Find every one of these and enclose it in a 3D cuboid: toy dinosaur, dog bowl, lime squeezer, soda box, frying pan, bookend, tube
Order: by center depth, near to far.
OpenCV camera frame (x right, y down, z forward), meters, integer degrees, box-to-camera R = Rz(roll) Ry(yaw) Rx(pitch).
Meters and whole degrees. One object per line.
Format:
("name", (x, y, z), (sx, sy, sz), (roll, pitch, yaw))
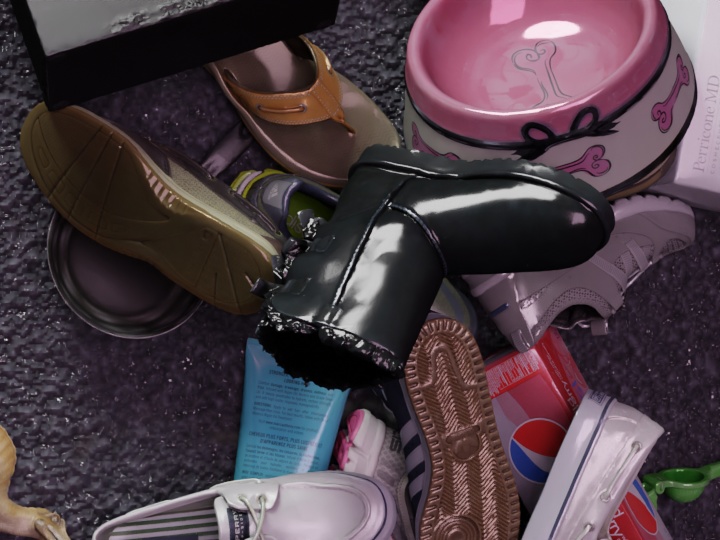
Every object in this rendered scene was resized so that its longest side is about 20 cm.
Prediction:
("bookend", (-0.139, -0.233, 1.631), (0.198, 0.092, 0.201), (-19, 74, -11))
("toy dinosaur", (-0.273, 0.128, 1.656), (0.101, 0.058, 0.200), (-46, 108, -26))
("dog bowl", (0.117, -0.132, 1.669), (0.200, 0.200, 0.074), (-31, 135, -13))
("frying pan", (-0.142, -0.044, 1.695), (0.115, 0.031, 0.191), (24, 70, -15))
("tube", (-0.057, 0.150, 1.708), (0.077, 0.050, 0.201), (10, 85, 1))
("soda box", (0.146, 0.141, 1.727), (0.063, 0.070, 0.200), (-29, 90, 20))
("lime squeezer", (0.222, 0.170, 1.784), (0.200, 0.038, 0.071), (-41, 99, -13))

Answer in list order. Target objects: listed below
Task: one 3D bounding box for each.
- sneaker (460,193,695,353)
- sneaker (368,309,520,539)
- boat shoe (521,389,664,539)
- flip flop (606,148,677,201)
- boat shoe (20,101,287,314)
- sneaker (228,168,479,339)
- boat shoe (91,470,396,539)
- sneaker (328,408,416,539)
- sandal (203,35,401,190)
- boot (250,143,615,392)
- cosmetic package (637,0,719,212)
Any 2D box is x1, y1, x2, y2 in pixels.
("sneaker", (0.154, 0.005, 1.727), (0.200, 0.075, 0.082), (-18, 81, -35))
("sneaker", (0.048, 0.114, 1.674), (0.070, 0.108, 0.201), (-14, 107, -16))
("boat shoe", (0.149, 0.185, 1.664), (0.086, 0.075, 0.203), (23, 95, 9))
("flip flop", (0.111, -0.073, 1.703), (0.058, 0.199, 0.081), (58, 31, -41))
("boat shoe", (-0.130, -0.044, 1.654), (0.201, 0.066, 0.072), (34, 112, 10))
("sneaker", (0.000, 0.000, 1.700), (0.200, 0.081, 0.074), (31, 77, -19))
("boat shoe", (-0.077, 0.174, 1.650), (0.199, 0.067, 0.074), (-15, 72, 10))
("sneaker", (0.010, 0.198, 1.709), (0.087, 0.074, 0.201), (15, 81, -8))
("sandal", (-0.051, -0.132, 1.703), (0.200, 0.054, 0.080), (47, 69, -8))
("boot", (0.041, 0.004, 1.575), (0.163, 0.198, 0.073), (-58, 147, -34))
("cosmetic package", (0.301, -0.136, 1.766), (0.199, 0.123, 0.200), (10, 87, -13))
